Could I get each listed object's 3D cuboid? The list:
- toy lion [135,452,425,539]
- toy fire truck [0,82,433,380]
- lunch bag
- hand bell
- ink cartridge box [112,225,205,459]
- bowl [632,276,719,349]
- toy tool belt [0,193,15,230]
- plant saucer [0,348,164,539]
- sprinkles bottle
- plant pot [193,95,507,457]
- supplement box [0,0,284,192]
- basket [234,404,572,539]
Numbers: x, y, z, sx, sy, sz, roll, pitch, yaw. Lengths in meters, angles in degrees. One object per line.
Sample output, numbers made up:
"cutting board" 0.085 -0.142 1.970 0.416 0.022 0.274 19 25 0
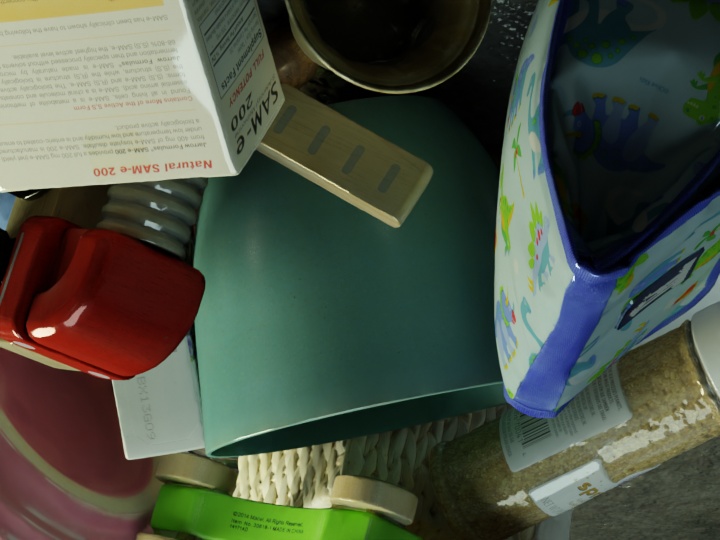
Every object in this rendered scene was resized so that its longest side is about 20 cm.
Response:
"toy lion" 0.000 0.167 1.281 0.199 0.069 0.191 4 162 35
"toy fire truck" -0.084 -0.032 1.101 0.128 0.177 0.199 26 166 -38
"lunch bag" 0.120 -0.047 1.050 0.127 0.201 0.170 20 155 4
"hand bell" -0.022 -0.116 1.123 0.103 0.105 0.200 16 166 -18
"ink cartridge box" -0.112 0.024 1.298 0.050 0.110 0.200 -8 -167 2
"bowl" 0.215 -0.010 1.266 0.199 0.075 0.200 21 153 -27
"toy tool belt" -0.187 -0.050 1.247 0.122 0.126 0.200 3 157 32
"plant saucer" -0.182 0.094 1.300 0.051 0.201 0.200 -42 133 21
"sprinkles bottle" 0.136 0.086 1.253 0.199 0.069 0.068 -28 142 20
"plant pot" 0.000 0.000 1.207 0.199 0.162 0.201 -12 173 -1
"supplement box" -0.123 -0.139 0.992 0.125 0.074 0.201 -2 122 21
"basket" 0.029 0.105 1.421 0.160 0.201 0.198 20 152 -20
